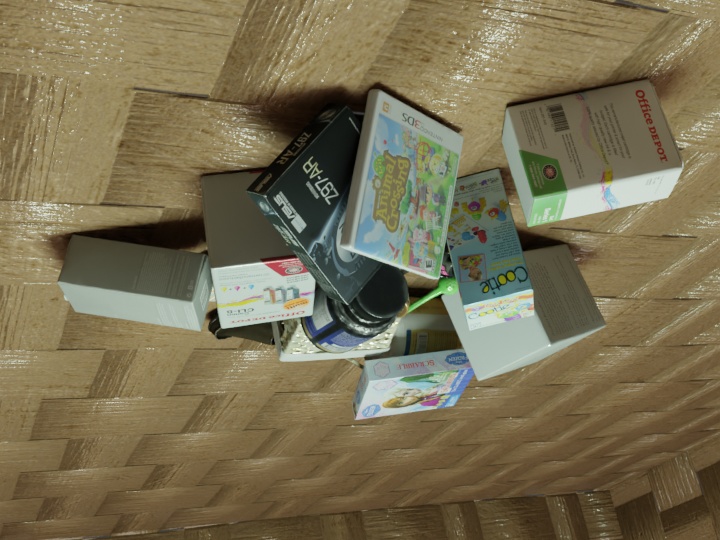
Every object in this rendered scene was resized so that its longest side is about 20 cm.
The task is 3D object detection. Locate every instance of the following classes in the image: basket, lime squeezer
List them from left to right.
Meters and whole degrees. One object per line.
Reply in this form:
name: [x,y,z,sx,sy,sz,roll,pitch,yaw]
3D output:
basket: [-0.042,0.063,1.538,0.198,0.137,0.124,-3,151,-19]
lime squeezer: [0.157,0.016,1.523,0.200,0.038,0.071,-36,169,-28]

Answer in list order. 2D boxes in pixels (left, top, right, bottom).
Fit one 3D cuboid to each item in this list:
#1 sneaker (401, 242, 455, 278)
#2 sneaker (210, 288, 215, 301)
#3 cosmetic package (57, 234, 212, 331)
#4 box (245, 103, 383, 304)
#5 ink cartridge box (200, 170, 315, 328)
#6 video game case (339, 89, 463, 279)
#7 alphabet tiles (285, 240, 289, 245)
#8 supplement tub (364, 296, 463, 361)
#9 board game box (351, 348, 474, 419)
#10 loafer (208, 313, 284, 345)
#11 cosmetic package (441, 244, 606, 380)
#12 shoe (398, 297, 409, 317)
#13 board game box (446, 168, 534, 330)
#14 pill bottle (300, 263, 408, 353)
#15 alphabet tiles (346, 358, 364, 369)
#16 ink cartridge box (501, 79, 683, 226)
sneaker: [0.119,-0.027,1.472,0.199,0.084,0.077,-21,144,20]
sneaker: [-0.255,0.030,1.459,0.199,0.076,0.092,-17,158,15]
cosmetic package: [-0.323,0.019,1.330,0.198,0.091,0.107,12,154,1]
box: [-0.029,-0.083,1.159,0.043,0.160,0.200,18,151,50]
ink cartridge box: [-0.142,-0.028,1.299,0.144,0.146,0.200,-8,155,-8]
video game case: [0.058,-0.106,1.178,0.022,0.202,0.181,4,170,44]
alphabet tiles: [-0.014,-0.096,1.200,0.199,0.168,0.006,-11,-162,-35]
supplement tub: [0.115,0.122,1.709,0.198,0.146,0.145,4,151,-27]
board game box: [0.093,0.206,1.655,0.198,0.041,0.200,-6,153,-11]
loafer: [-0.170,0.097,1.624,0.198,0.072,0.073,-10,154,-2]
cosmetic package: [0.284,0.070,1.595,0.199,0.168,0.166,-8,161,-47]
shoe: [0.000,0.000,1.465,0.200,0.054,0.070,38,135,-17]
board game box: [0.184,-0.030,1.363,0.104,0.201,0.103,-13,154,6]
pill bottle: [-0.008,0.052,1.361,0.111,0.113,0.200,1,164,-23]
alphabet tiles: [-0.031,0.162,1.729,0.008,0.199,0.167,-58,149,-6]
ink cartridge box: [0.303,-0.156,1.221,0.198,0.146,0.084,-11,155,-1]
